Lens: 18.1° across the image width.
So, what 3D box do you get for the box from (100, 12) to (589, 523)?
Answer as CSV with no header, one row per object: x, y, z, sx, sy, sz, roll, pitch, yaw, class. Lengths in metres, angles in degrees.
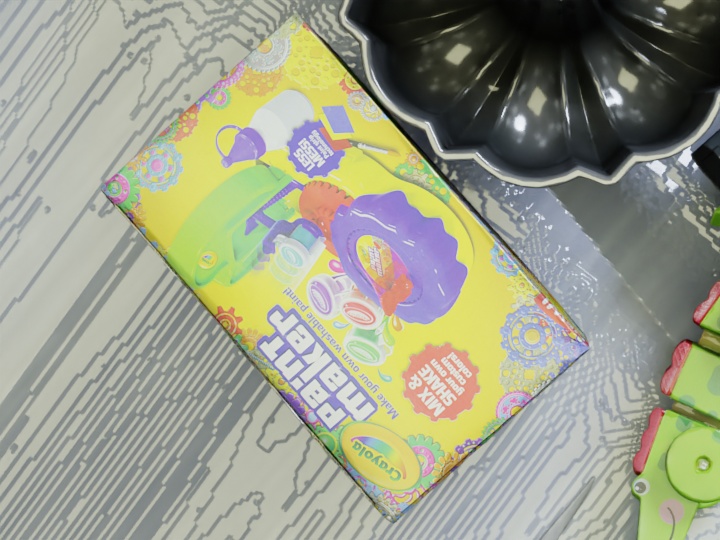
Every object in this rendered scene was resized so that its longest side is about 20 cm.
0.000,0.000,1.085,0.122,0.193,0.200,-41,87,4,box

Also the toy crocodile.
0.173,0.061,1.134,0.062,0.068,0.200,22,89,9,toy crocodile

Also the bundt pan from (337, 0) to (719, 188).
0.089,-0.136,1.039,0.201,0.076,0.202,0,90,3,bundt pan

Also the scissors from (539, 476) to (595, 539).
0.055,0.186,1.150,0.073,0.014,0.200,25,93,-33,scissors

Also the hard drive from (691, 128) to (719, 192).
0.282,-0.070,1.114,0.200,0.033,0.140,-40,87,-13,hard drive
